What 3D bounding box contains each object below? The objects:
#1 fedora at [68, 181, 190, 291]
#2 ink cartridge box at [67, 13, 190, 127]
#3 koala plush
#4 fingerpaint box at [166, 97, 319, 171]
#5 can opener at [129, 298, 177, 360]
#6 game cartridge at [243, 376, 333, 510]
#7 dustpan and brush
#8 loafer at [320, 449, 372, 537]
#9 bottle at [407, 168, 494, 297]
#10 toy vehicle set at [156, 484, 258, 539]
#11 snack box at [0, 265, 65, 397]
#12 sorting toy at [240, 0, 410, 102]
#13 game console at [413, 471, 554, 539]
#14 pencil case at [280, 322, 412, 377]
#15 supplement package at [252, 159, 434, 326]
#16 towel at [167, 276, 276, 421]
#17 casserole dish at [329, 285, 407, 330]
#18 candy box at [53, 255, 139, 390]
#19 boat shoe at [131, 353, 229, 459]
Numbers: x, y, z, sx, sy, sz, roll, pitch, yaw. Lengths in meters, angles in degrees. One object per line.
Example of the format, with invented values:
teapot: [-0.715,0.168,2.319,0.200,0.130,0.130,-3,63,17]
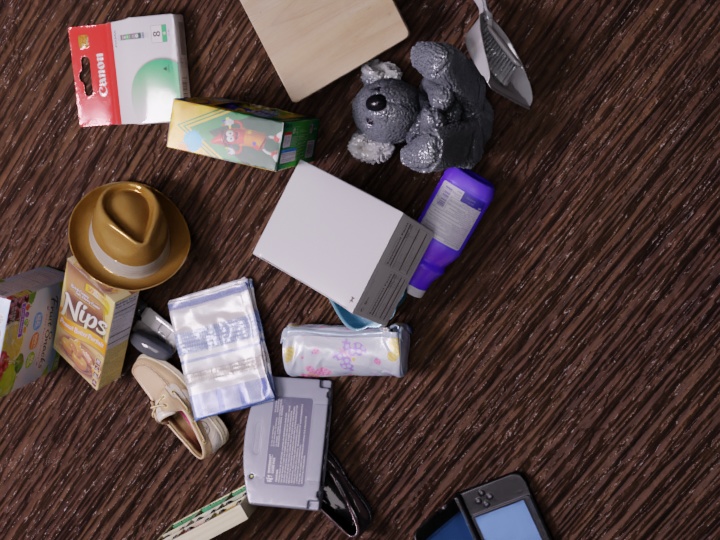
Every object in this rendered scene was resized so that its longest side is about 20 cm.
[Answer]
fedora: [-0.351,-0.069,1.612,0.199,0.201,0.082,31,147,6]
ink cartridge box: [-0.365,-0.308,1.644,0.197,0.050,0.163,-2,99,11]
koala plush: [0.072,-0.224,1.516,0.198,0.183,0.180,6,90,32]
fingerpaint box: [-0.165,-0.203,1.536,0.165,0.200,0.074,13,102,11]
can opener: [-0.376,0.070,1.704,0.199,0.067,0.054,38,108,4]
game cartridge: [-0.116,0.269,1.659,0.131,0.041,0.203,4,75,9]
dustpan and brush: [0.182,-0.333,1.488,0.057,0.139,0.201,-40,64,24]
loafer: [-0.058,0.341,1.682,0.072,0.063,0.200,-43,89,16]
bottle: [0.120,-0.055,1.566,0.083,0.065,0.201,30,106,4]
toy vehicle set: [-0.246,0.405,1.706,0.199,0.124,0.027,-30,93,16]
snack box: [-0.540,0.095,1.678,0.067,0.200,0.171,17,105,9]
sorting toy: [-0.053,-0.382,1.545,0.198,0.070,0.200,-27,93,16]
game console: [0.204,0.439,1.612,0.174,0.116,0.202,-24,95,16]
pencil case: [-0.021,0.121,1.618,0.197,0.091,0.084,-2,61,15]
supplement package: [-0.025,-0.041,1.524,0.199,0.111,0.157,29,93,30]
towel: [-0.219,0.124,1.672,0.145,0.024,0.203,-14,84,8]
casserole dish: [0.000,0.000,1.587,0.121,0.039,0.201,-39,62,17]
candy box: [-0.421,0.078,1.672,0.115,0.055,0.201,38,132,20]
boat shoe: [-0.300,0.220,1.703,0.200,0.069,0.074,44,133,2]
